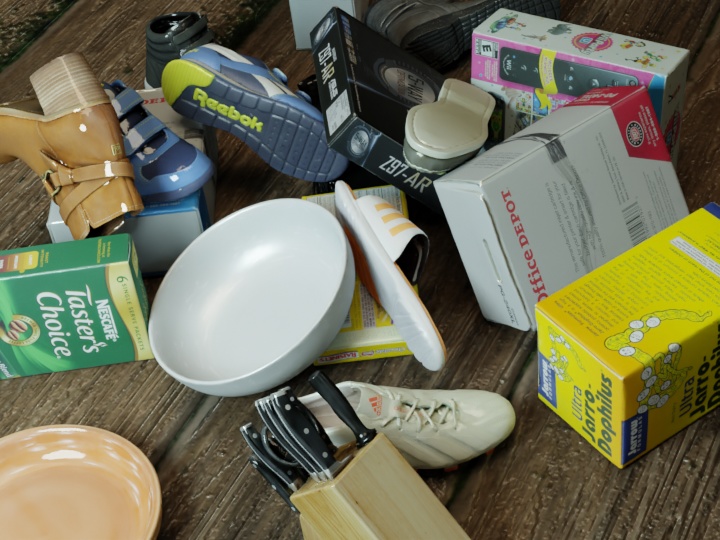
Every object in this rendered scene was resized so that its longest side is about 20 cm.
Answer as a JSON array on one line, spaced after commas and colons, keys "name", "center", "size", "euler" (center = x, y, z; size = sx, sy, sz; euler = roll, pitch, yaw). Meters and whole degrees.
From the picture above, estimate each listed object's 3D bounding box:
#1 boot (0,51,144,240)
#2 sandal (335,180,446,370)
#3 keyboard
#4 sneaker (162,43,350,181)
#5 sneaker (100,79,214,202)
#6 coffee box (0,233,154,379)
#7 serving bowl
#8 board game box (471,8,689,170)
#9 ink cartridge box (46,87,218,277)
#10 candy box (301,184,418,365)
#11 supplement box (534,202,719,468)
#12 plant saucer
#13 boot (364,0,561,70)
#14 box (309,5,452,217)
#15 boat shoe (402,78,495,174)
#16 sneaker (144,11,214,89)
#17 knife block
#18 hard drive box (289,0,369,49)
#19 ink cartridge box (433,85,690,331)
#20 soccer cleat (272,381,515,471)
[{"name": "boot", "center": [-0.275, -0.093, 1.370], "size": [0.200, 0.156, 0.077], "euler": [-26, -3, 42]}, {"name": "sandal", "center": [0.039, 0.000, 1.312], "size": [0.059, 0.079, 0.207], "euler": [-23, 57, -15]}, {"name": "keyboard", "center": [-0.013, -0.125, 1.526], "size": [0.104, 0.040, 0.200], "euler": [-18, 54, -5]}, {"name": "sneaker", "center": [-0.092, -0.162, 1.467], "size": [0.200, 0.074, 0.082], "euler": [32, 36, 0]}, {"name": "sneaker", "center": [-0.224, -0.127, 1.404], "size": [0.200, 0.082, 0.074], "euler": [25, 51, 29]}, {"name": "coffee box", "center": [-0.289, 0.037, 1.329], "size": [0.199, 0.123, 0.044], "euler": [-7, 40, -1]}, {"name": "serving bowl", "center": [-0.087, 0.033, 1.321], "size": [0.200, 0.066, 0.200], "euler": [-18, 46, 20]}, {"name": "board game box", "center": [0.207, -0.155, 1.437], "size": [0.200, 0.148, 0.064], "euler": [17, 37, 26]}, {"name": "ink cartridge box", "center": [-0.220, -0.088, 1.484], "size": [0.145, 0.084, 0.200], "euler": [-6, 42, 3]}, {"name": "candy box", "center": [0.000, 0.000, 1.382], "size": [0.102, 0.026, 0.200], "euler": [-5, 47, 1]}, {"name": "supplement box", "center": [0.254, 0.051, 1.232], "size": [0.200, 0.109, 0.110], "euler": [-29, 45, -21]}, {"name": "plant saucer", "center": [-0.255, 0.208, 1.195], "size": [0.200, 0.038, 0.200], "euler": [-5, 41, 5]}, {"name": "boot", "center": [0.113, -0.295, 1.677], "size": [0.200, 0.070, 0.132], "euler": [-15, 37, -14]}, {"name": "box", "center": [0.031, -0.157, 1.477], "size": [0.044, 0.160, 0.200], "euler": [-45, 32, 27]}, {"name": "boat shoe", "center": [0.077, -0.121, 1.369], "size": [0.072, 0.060, 0.202], "euler": [27, 25, 5]}, {"name": "sneaker", "center": [-0.158, -0.220, 1.610], "size": [0.200, 0.099, 0.071], "euler": [19, 47, 26]}, {"name": "knife block", "center": [0.006, 0.164, 1.096], "size": [0.200, 0.176, 0.064], "euler": [25, 52, 31]}, {"name": "hard drive box", "center": [-0.038, -0.376, 1.688], "size": [0.077, 0.200, 0.156], "euler": [0, 41, 10]}, {"name": "ink cartridge box", "center": [0.180, -0.057, 1.325], "size": [0.200, 0.145, 0.083], "euler": [-30, 19, -23]}, {"name": "soccer cleat", "center": [0.027, 0.123, 1.212], "size": [0.199, 0.078, 0.069], "euler": [-7, 41, 1]}]
